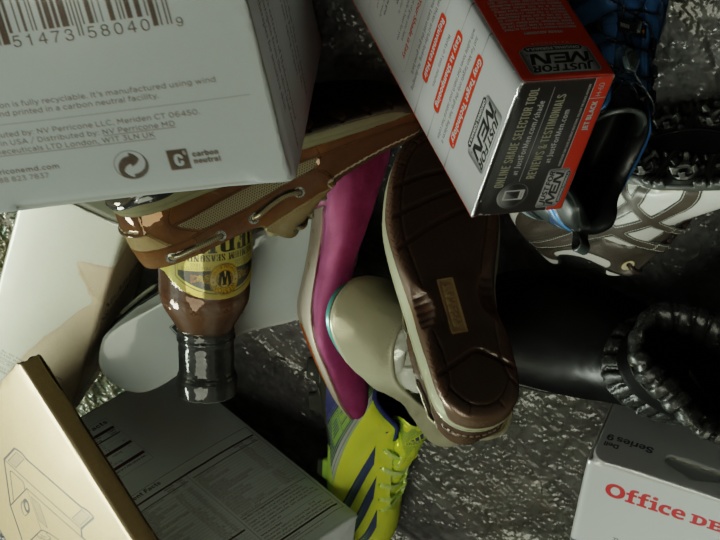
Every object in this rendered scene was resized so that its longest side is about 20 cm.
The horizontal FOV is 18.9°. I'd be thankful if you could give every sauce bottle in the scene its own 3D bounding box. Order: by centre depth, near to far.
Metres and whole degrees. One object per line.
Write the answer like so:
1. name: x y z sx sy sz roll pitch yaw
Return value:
1. sauce bottle: -0.101 -0.013 1.407 0.065 0.065 0.201 6 110 21

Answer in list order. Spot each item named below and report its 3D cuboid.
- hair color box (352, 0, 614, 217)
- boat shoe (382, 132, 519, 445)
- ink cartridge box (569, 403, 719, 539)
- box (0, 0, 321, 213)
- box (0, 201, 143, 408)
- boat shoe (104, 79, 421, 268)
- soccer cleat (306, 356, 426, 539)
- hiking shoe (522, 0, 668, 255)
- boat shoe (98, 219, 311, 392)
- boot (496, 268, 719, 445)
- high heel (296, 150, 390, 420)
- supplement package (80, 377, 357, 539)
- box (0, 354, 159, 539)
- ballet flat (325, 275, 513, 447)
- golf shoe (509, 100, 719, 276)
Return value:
1. hair color box: 0.063 -0.135 1.219 0.061 0.200 0.102 -5 138 -24
2. boat shoe: 0.051 0.014 1.357 0.074 0.203 0.075 -1 154 -7
3. ink cartridge box: 0.218 0.193 1.474 0.146 0.084 0.200 18 131 12
4. box: -0.142 -0.165 1.274 0.198 0.172 0.200 -6 125 11
5. box: -0.199 -0.003 1.511 0.078 0.095 0.200 26 134 3
6. boat shoe: -0.058 -0.059 1.339 0.199 0.076 0.074 -19 118 -8
7. soccer cleat: 0.014 0.125 1.532 0.083 0.065 0.201 3 128 16
8. hiking shoe: 0.146 -0.113 1.226 0.074 0.087 0.201 7 106 -26
9. boat shoe: -0.093 0.011 1.484 0.200 0.064 0.071 -27 113 13
10. boot: 0.159 0.049 1.337 0.210 0.158 0.080 13 91 7
11. high heel: 0.000 0.000 1.422 0.096 0.067 0.201 -19 108 -6
12. supplement package: -0.127 0.217 1.571 0.200 0.147 0.192 36 139 29
13. box: -0.201 0.172 1.486 0.200 0.021 0.163 56 142 6
14. ballet flat: 0.047 0.063 1.428 0.069 0.070 0.200 -3 154 27
15. golf shoe: 0.179 -0.045 1.317 0.200 0.078 0.095 0 130 38
